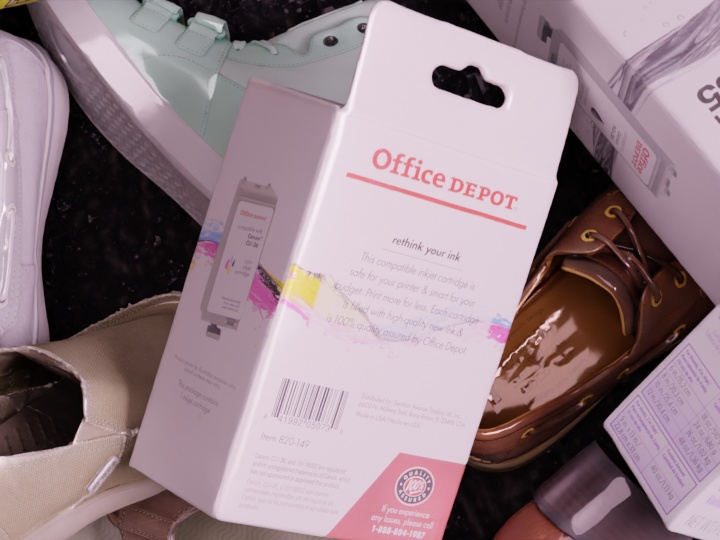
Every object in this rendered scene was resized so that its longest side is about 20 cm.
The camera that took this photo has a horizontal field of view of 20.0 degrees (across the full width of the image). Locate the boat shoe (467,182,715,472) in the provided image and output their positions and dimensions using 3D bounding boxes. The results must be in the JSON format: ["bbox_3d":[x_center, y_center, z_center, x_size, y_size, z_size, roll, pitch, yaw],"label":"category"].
[{"bbox_3d":[0.110,0.007,0.855,0.200,0.068,0.072,-45,83,-1],"label":"boat shoe"}]

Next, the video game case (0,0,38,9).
[{"bbox_3d":[-0.169,-0.194,0.846,0.181,0.026,0.200,-20,68,-39],"label":"video game case"}]

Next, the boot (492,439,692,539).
[{"bbox_3d":[0.092,0.199,0.839,0.188,0.068,0.200,41,98,-15],"label":"boot"}]

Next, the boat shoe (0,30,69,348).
[{"bbox_3d":[-0.166,-0.006,0.860,0.072,0.068,0.201,9,84,23],"label":"boat shoe"}]

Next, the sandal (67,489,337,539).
[{"bbox_3d":[-0.055,0.108,0.863,0.201,0.057,0.080,18,86,6],"label":"sandal"}]

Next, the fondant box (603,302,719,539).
[{"bbox_3d":[0.211,0.027,0.775,0.200,0.144,0.058,-50,46,22],"label":"fondant box"}]

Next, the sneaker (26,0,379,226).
[{"bbox_3d":[-0.053,-0.091,0.883,0.118,0.074,0.200,-40,74,-16],"label":"sneaker"}]

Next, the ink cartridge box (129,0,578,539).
[{"bbox_3d":[0.000,0.000,0.798,0.067,0.116,0.200,23,96,51],"label":"ink cartridge box"}]

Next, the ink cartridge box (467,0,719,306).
[{"bbox_3d":[0.151,-0.105,0.824,0.146,0.083,0.200,-32,71,-16],"label":"ink cartridge box"}]

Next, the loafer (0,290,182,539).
[{"bbox_3d":[-0.114,0.058,0.818,0.076,0.200,0.068,25,130,26],"label":"loafer"}]
